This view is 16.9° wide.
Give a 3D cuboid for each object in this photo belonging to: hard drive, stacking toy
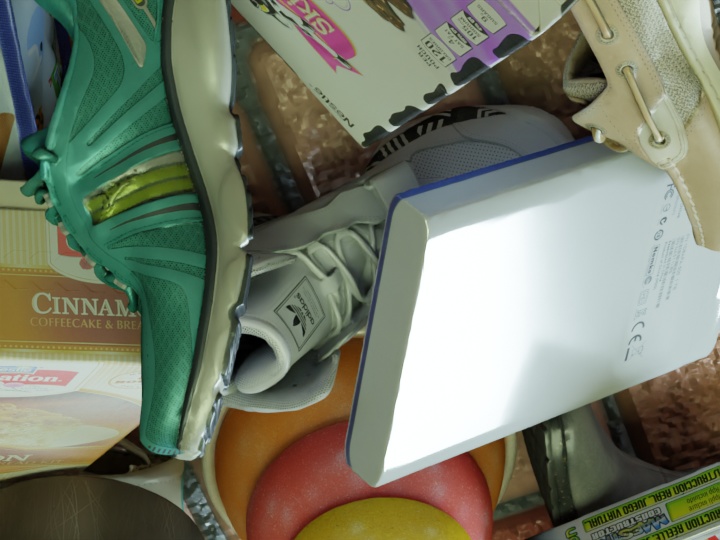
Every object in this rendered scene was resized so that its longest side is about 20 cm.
[{"bbox_3d":[0.085,0.005,1.013,0.200,0.025,0.132,-18,132,-36],"label":"hard drive"},{"bbox_3d":[0.004,0.129,1.050,0.146,0.200,0.146,-2,124,-3],"label":"stacking toy"}]

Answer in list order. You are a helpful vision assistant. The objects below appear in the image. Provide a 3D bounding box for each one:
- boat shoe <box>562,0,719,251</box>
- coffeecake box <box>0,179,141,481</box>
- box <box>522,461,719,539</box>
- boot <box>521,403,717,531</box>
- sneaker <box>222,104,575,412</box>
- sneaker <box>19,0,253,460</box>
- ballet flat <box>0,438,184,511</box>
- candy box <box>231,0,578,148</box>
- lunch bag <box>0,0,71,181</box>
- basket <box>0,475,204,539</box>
[{"bbox_3d":[0.109,-0.081,0.935,0.064,0.071,0.200,-17,129,8],"label":"boat shoe"},{"bbox_3d":[-0.163,0.028,0.967,0.153,0.073,0.200,3,161,-22],"label":"coffeecake box"},{"bbox_3d":[0.154,0.174,1.128,0.110,0.035,0.200,-23,135,6],"label":"box"},{"bbox_3d":[0.154,0.101,1.132,0.132,0.070,0.200,-20,134,5],"label":"boot"},{"bbox_3d":[0.000,0.000,1.008,0.200,0.115,0.075,-23,107,12],"label":"sneaker"},{"bbox_3d":[-0.082,-0.029,0.869,0.080,0.200,0.078,-6,168,-10],"label":"sneaker"},{"bbox_3d":[-0.171,0.080,1.093,0.200,0.069,0.070,17,121,-18],"label":"ballet flat"},{"bbox_3d":[-0.005,-0.141,0.843,0.168,0.200,0.072,47,74,-5],"label":"candy box"},{"bbox_3d":[-0.207,-0.122,0.912,0.170,0.124,0.200,-5,121,2],"label":"lunch bag"},{"bbox_3d":[-0.124,0.198,1.013,0.136,0.200,0.180,3,139,-3],"label":"basket"}]
